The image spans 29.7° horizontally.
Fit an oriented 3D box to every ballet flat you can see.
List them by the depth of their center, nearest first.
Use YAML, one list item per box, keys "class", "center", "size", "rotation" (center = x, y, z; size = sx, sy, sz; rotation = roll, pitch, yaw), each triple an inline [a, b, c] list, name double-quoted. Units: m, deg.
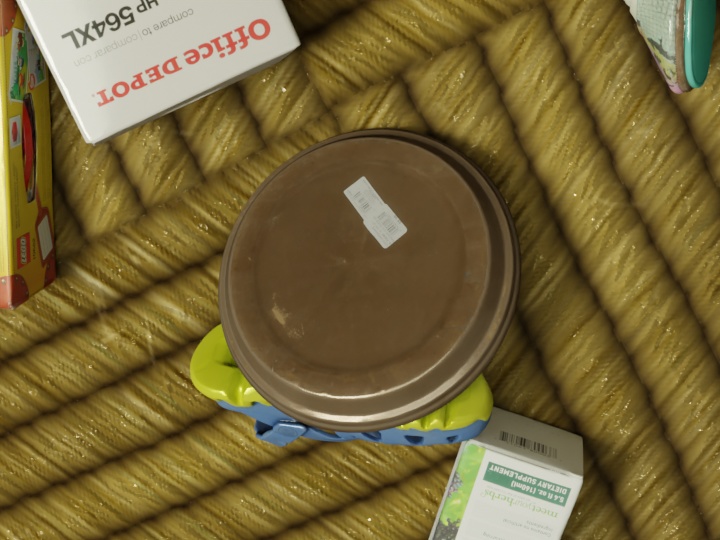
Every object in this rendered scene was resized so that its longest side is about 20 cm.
- class: "ballet flat"
  center: [0.182, -0.208, 0.801]
  size: [0.071, 0.069, 0.201]
  rotation: [11, 103, 25]

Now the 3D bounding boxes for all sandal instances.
- class: "sandal"
  center: [-0.008, 0.080, 0.888]
  size: [0.199, 0.080, 0.087]
  rotation: [7, 144, 22]

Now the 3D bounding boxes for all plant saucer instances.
- class: "plant saucer"
  center: [0.000, 0.000, 0.845]
  size: [0.199, 0.029, 0.201]
  rotation: [-6, 70, 16]

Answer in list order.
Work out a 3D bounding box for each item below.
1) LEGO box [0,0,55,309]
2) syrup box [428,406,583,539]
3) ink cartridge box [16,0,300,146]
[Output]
- class: "LEGO box"
  center: [-0.287, -0.085, 0.898]
  size: [0.148, 0.077, 0.201]
  rotation: [4, 105, 9]
- class: "syrup box"
  center: [0.081, 0.200, 0.911]
  size: [0.078, 0.081, 0.201]
  rotation: [18, 106, 4]
- class: "ink cartridge box"
  center: [-0.142, -0.195, 0.820]
  size: [0.145, 0.084, 0.201]
  rotation: [-26, 99, -7]
